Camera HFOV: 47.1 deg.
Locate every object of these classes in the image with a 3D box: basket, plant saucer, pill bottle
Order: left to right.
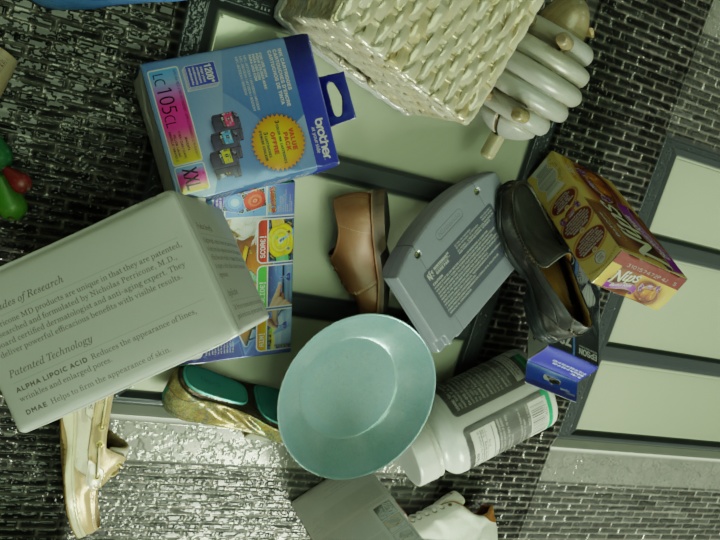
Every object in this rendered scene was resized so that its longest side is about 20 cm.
[{"bbox_3d":[-0.008,0.140,0.950,0.201,0.039,0.202,-8,107,-25],"label":"plant saucer"},{"bbox_3d":[0.059,-0.279,0.824,0.198,0.161,0.200,31,92,-30],"label":"basket"},{"bbox_3d":[0.140,0.188,1.056,0.200,0.113,0.113,-22,116,-17],"label":"pill bottle"}]

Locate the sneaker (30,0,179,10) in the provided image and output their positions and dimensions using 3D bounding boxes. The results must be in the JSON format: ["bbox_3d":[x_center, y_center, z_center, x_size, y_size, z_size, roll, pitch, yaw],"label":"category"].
[{"bbox_3d":[-0.204,-0.274,0.748,0.200,0.078,0.066,-13,115,-19],"label":"sneaker"}]

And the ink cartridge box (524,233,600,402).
[{"bbox_3d":[0.260,0.058,1.050,0.099,0.039,0.200,22,64,-31],"label":"ink cartridge box"}]

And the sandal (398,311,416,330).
[{"bbox_3d":[0.106,0.032,1.022,0.076,0.043,0.200,27,93,-30],"label":"sandal"}]

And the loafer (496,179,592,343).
[{"bbox_3d":[0.219,-0.015,0.966,0.073,0.072,0.200,-22,92,-32],"label":"loafer"}]

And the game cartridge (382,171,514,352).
[{"bbox_3d":[0.113,-0.019,0.963,0.200,0.041,0.133,-45,112,-27],"label":"game cartridge"}]

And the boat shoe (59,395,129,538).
[{"bbox_3d":[-0.282,0.192,0.880,0.069,0.074,0.201,-3,109,-18],"label":"boat shoe"}]

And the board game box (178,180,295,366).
[{"bbox_3d":[-0.141,-0.001,0.899,0.135,0.034,0.201,-4,110,-23],"label":"board game box"}]

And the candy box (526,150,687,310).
[{"bbox_3d":[0.290,-0.051,0.989,0.116,0.200,0.057,20,121,-29],"label":"candy box"}]

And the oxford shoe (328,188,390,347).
[{"bbox_3d":[0.000,0.000,0.962,0.071,0.071,0.200,-1,114,7],"label":"oxford shoe"}]

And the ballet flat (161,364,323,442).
[{"bbox_3d":[-0.136,0.162,0.950,0.200,0.071,0.071,24,97,-31],"label":"ballet flat"}]

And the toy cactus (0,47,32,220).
[{"bbox_3d":[-0.365,-0.130,0.723,0.200,0.102,0.165,36,81,-22],"label":"toy cactus"}]

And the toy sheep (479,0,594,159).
[{"bbox_3d":[0.189,-0.216,0.926,0.138,0.138,0.200,24,110,-30],"label":"toy sheep"}]

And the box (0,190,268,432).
[{"bbox_3d":[-0.206,0.032,0.746,0.200,0.199,0.131,-24,90,1],"label":"box"}]

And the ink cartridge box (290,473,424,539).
[{"bbox_3d":[0.003,0.316,0.986,0.109,0.200,0.050,-30,118,-12],"label":"ink cartridge box"}]

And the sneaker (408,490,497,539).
[{"bbox_3d":[0.094,0.343,1.129,0.200,0.073,0.085,10,73,-22],"label":"sneaker"}]

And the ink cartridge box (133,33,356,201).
[{"bbox_3d":[-0.108,-0.151,0.820,0.200,0.076,0.137,-17,97,-21],"label":"ink cartridge box"}]
